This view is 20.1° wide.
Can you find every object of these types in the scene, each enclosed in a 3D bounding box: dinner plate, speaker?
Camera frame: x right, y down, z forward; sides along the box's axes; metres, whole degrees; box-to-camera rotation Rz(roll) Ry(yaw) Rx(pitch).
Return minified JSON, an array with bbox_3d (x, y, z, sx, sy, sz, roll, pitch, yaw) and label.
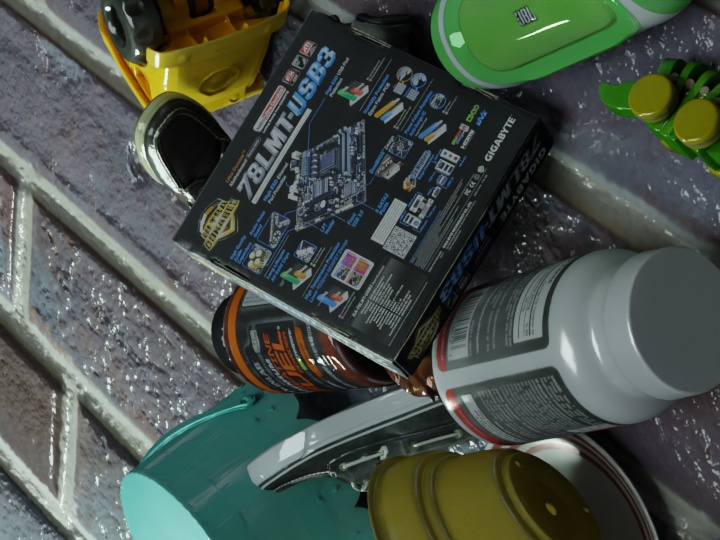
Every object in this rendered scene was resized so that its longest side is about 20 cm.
[{"bbox_3d":[0.156,0.199,1.471,0.200,0.024,0.200,25,122,47],"label":"dinner plate"},{"bbox_3d":[0.131,-0.177,1.299,0.200,0.088,0.088,-20,88,54],"label":"speaker"}]

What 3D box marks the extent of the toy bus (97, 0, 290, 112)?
[{"bbox_3d":[-0.158,-0.213,1.653,0.200,0.136,0.192,57,158,24],"label":"toy bus"}]

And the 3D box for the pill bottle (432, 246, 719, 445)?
[{"bbox_3d":[0.147,0.049,1.341,0.200,0.116,0.116,-17,90,55],"label":"pill bottle"}]

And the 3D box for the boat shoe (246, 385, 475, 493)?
[{"bbox_3d":[0.006,0.136,1.544,0.200,0.072,0.071,-25,87,22],"label":"boat shoe"}]

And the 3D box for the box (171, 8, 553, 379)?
[{"bbox_3d":[0.000,-0.056,1.413,0.198,0.050,0.200,27,82,26],"label":"box"}]

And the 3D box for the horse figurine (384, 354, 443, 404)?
[{"bbox_3d":[0.000,0.000,1.460,0.200,0.050,0.133,23,91,20],"label":"horse figurine"}]

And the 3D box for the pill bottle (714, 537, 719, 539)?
[{"bbox_3d":[0.239,0.227,1.288,0.200,0.112,0.112,-33,77,47],"label":"pill bottle"}]

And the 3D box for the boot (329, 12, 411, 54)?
[{"bbox_3d":[-0.019,-0.123,1.546,0.200,0.070,0.132,-13,92,43],"label":"boot"}]

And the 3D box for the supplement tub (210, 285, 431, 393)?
[{"bbox_3d":[-0.037,0.044,1.596,0.200,0.107,0.107,-9,96,55],"label":"supplement tub"}]

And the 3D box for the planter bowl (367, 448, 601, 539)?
[{"bbox_3d":[0.106,0.184,1.387,0.083,0.200,0.200,-43,66,23],"label":"planter bowl"}]

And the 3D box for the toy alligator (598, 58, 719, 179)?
[{"bbox_3d":[0.228,-0.086,1.236,0.200,0.059,0.054,36,90,41],"label":"toy alligator"}]

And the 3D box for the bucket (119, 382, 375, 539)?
[{"bbox_3d":[-0.095,0.208,1.676,0.207,0.135,0.207,40,147,33],"label":"bucket"}]

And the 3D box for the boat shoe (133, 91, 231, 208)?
[{"bbox_3d":[-0.111,-0.073,1.620,0.065,0.073,0.200,32,171,34],"label":"boat shoe"}]
